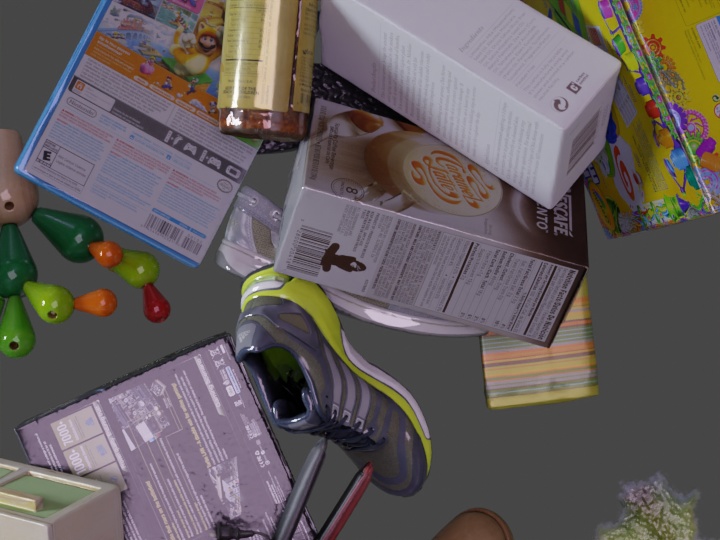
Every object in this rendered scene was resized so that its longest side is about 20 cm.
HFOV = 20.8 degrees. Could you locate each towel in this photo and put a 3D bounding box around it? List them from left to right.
[{"bbox_3d":[0.122,-0.002,1.431,0.086,0.018,0.201,-6,90,-9],"label":"towel"}]

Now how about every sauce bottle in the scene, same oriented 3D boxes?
[{"bbox_3d":[-0.058,-0.189,1.324,0.066,0.066,0.201,6,88,-4],"label":"sauce bottle"}]

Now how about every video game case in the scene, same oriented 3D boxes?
[{"bbox_3d":[-0.129,-0.123,1.344,0.143,0.018,0.200,29,82,-17],"label":"video game case"}]

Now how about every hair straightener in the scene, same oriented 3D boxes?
[{"bbox_3d":[-0.072,0.199,1.320,0.077,0.041,0.200,31,92,-3],"label":"hair straightener"}]

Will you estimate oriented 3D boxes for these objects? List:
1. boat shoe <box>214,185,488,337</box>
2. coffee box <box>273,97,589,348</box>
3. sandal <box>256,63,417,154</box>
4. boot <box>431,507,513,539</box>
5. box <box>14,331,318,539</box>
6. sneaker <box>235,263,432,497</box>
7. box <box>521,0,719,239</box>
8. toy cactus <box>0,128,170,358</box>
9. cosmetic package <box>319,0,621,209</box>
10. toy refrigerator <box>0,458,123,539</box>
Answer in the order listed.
[{"bbox_3d":[-0.001,0.000,1.392,0.201,0.074,0.065,18,93,3],"label":"boat shoe"},{"bbox_3d":[0.049,-0.033,1.345,0.199,0.115,0.080,15,127,-8],"label":"coffee box"},{"bbox_3d":[-0.044,-0.119,1.407,0.200,0.048,0.076,-1,89,-17],"label":"sandal"},{"bbox_3d":[0.020,0.224,1.326,0.066,0.200,0.175,31,87,28],"label":"boot"},{"bbox_3d":[-0.126,0.165,1.373,0.163,0.086,0.200,-25,91,-5],"label":"box"},{"bbox_3d":[-0.025,0.093,1.361,0.074,0.081,0.200,-25,116,35],"label":"sneaker"},{"bbox_3d":[0.214,-0.142,1.342,0.122,0.193,0.200,-24,92,-15],"label":"box"},{"bbox_3d":[-0.240,-0.015,1.375,0.199,0.102,0.165,-9,72,-2],"label":"toy cactus"},{"bbox_3d":[0.071,-0.140,1.323,0.200,0.102,0.071,34,65,16],"label":"cosmetic package"},{"bbox_3d":[-0.259,0.164,1.311,0.200,0.076,0.070,9,109,31],"label":"toy refrigerator"}]
